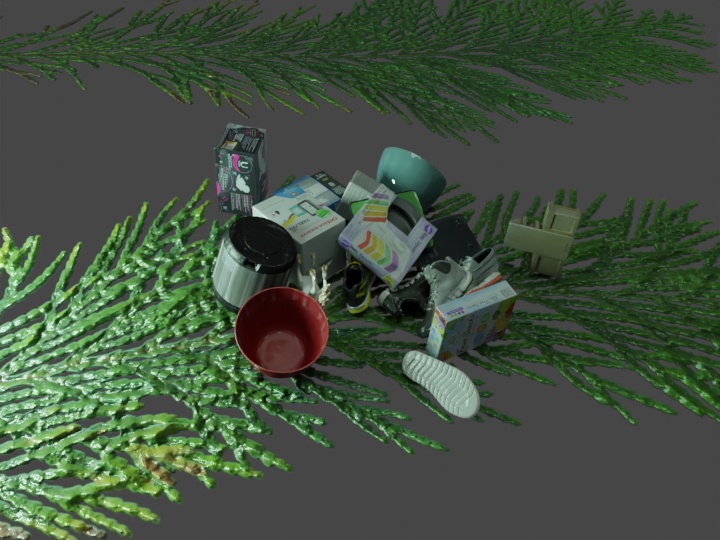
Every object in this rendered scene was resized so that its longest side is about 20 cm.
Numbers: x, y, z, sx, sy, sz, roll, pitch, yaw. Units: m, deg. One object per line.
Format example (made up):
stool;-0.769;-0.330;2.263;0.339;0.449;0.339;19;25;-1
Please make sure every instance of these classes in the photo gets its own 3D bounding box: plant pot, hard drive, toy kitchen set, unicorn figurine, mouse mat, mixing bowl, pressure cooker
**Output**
plant pot;0.120;-0.220;1.806;0.196;0.200;0.138;25;81;20
hard drive;0.207;-0.063;1.703;0.196;0.043;0.137;-20;71;-28
toy kitchen set;0.457;-0.120;1.702;0.158;0.204;0.183;12;43;7
unicorn figurine;-0.110;0.034;1.493;0.071;0.141;0.202;-2;29;-7
mouse mat;0.079;-0.112;1.637;0.194;0.008;0.165;-13;75;-22
mixing bowl;-0.167;0.150;1.407;0.193;0.110;0.205;4;55;-6
pressure cooker;-0.248;0.003;1.498;0.173;0.203;0.179;15;38;-15

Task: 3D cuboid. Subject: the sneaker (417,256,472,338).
sneaker;0.164;0.050;1.524;0.115;0.075;0.201;42;66;-5

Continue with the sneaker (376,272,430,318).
sneaker;0.140;0.060;1.583;0.196;0.068;0.091;-23;52;-22

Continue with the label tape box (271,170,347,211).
label tape box;-0.136;-0.213;1.839;0.142;0.067;0.199;-31;56;-33

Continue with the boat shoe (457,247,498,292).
boat shoe;0.267;-0.001;1.639;0.198;0.074;0.069;-27;20;-35

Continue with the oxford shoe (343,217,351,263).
oxford shoe;-0.009;-0.072;1.710;0.073;0.059;0.203;-9;47;-18

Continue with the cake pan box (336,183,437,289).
cake pan box;0.067;-0.085;1.585;0.183;0.052;0.201;40;59;1

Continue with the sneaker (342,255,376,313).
sneaker;0.000;0.000;1.587;0.072;0.086;0.204;-5;51;14

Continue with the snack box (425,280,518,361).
snack box;0.247;0.116;1.475;0.195;0.145;0.053;-18;48;-24

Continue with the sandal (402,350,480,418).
sandal;0.177;0.234;1.407;0.201;0.084;0.049;36;8;30

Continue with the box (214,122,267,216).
box;-0.314;-0.268;1.777;0.111;0.204;0.134;10;42;3

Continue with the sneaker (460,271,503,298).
sneaker;0.282;0.083;1.566;0.198;0.077;0.083;-35;79;-20

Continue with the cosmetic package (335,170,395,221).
cosmetic package;0.045;-0.156;1.717;0.196;0.108;0.091;30;32;-2

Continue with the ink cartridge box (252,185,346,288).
ink cartridge box;-0.148;-0.081;1.628;0.145;0.149;0.198;-30;48;-32
